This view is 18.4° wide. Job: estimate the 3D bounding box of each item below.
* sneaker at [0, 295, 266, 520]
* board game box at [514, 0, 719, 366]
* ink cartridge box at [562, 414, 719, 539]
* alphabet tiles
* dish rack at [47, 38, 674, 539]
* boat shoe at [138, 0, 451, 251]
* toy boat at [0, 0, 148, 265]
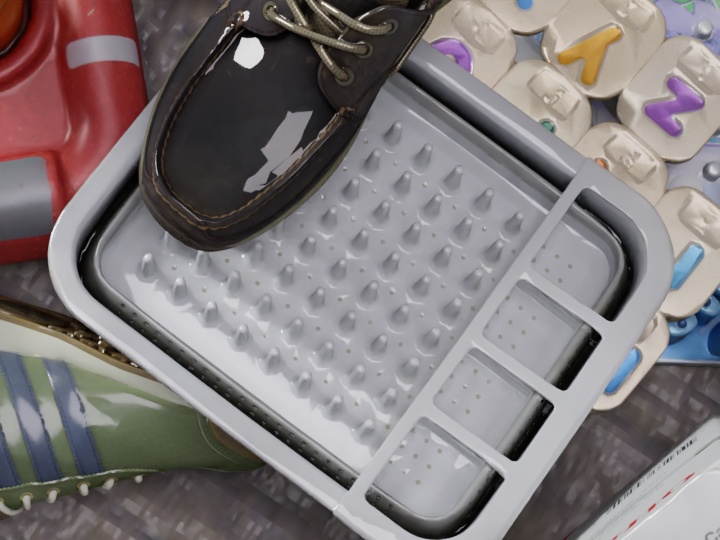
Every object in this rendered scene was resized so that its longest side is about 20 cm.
[{"bbox_3d":[-0.132,0.062,0.856,0.198,0.067,0.091,18,95,-10],"label":"sneaker"},{"bbox_3d":[0.062,-0.065,0.915,0.198,0.026,0.202,2,79,-5],"label":"board game box"},{"bbox_3d":[0.098,0.131,0.774,0.147,0.200,0.083,-41,85,6],"label":"ink cartridge box"},{"bbox_3d":[0.051,-0.040,0.888,0.200,0.015,0.196,40,78,3],"label":"alphabet tiles"},{"bbox_3d":[0.000,0.000,0.839,0.199,0.044,0.172,36,72,3],"label":"dish rack"},{"bbox_3d":[-0.012,-0.097,0.806,0.074,0.073,0.201,34,70,3],"label":"boat shoe"},{"bbox_3d":[-0.151,-0.107,0.846,0.129,0.131,0.202,-9,77,-8],"label":"toy boat"}]
